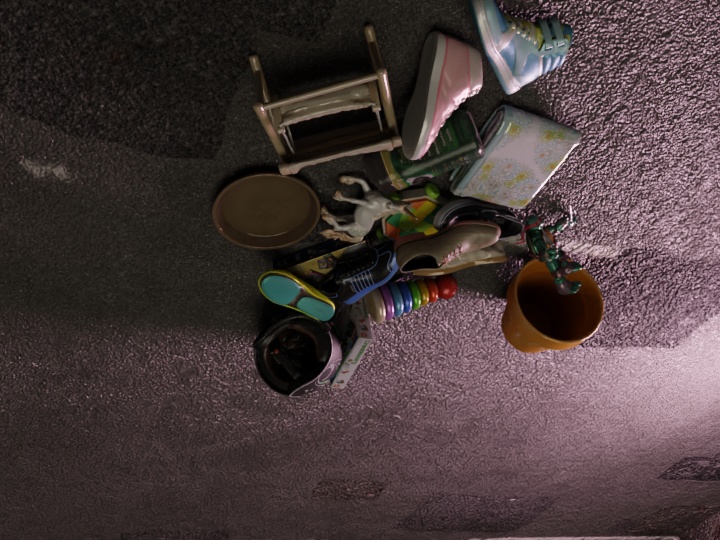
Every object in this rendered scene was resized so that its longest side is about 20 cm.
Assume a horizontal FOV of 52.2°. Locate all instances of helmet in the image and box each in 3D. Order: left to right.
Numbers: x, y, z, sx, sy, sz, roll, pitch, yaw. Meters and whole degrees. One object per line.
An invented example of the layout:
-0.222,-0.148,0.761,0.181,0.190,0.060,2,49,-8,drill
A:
-0.135,0.175,1.591,0.199,0.201,0.191,-7,172,-4,helmet

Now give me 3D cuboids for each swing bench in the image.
-0.048,-0.244,1.148,0.198,0.130,0.200,-14,141,4,swing bench

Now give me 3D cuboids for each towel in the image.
0.275,-0.200,1.336,0.171,0.048,0.200,9,137,-26,towel

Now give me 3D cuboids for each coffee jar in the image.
0.106,-0.199,1.256,0.199,0.086,0.104,-20,175,12,coffee jar

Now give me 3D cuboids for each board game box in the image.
-0.062,-0.002,1.513,0.199,0.035,0.136,-18,140,10,board game box
-0.028,0.157,1.640,0.034,0.127,0.200,7,138,-19,board game box

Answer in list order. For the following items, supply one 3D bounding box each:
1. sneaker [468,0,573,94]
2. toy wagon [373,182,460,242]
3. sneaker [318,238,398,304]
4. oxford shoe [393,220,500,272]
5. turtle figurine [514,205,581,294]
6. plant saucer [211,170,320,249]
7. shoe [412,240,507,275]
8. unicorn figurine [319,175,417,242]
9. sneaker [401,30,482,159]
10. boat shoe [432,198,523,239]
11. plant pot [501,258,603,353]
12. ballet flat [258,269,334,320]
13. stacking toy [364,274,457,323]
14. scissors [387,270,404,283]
0.246,-0.364,1.107,0.130,0.080,0.200,-22,149,18,sneaker
0.098,-0.104,1.419,0.200,0.040,0.155,23,130,-34,toy wagon
0.000,0.000,1.445,0.078,0.070,0.200,19,133,-37,sneaker
0.161,-0.036,1.348,0.199,0.075,0.071,-15,135,13,oxford shoe
0.387,-0.054,1.485,0.100,0.150,0.200,-2,133,43,turtle figurine
-0.174,-0.113,1.359,0.199,0.030,0.200,-6,140,-5,plant saucer
0.201,-0.027,1.516,0.199,0.054,0.070,-10,-176,-6,shoe
0.009,-0.112,1.352,0.137,0.074,0.200,23,153,-14,unicorn figurine
0.136,-0.267,1.165,0.104,0.075,0.201,4,112,-25,sneaker
0.230,-0.088,1.402,0.199,0.068,0.072,1,120,-37,boat shoe
0.400,0.096,1.621,0.199,0.201,0.183,0,155,-12,plant pot
-0.133,0.041,1.468,0.067,0.067,0.200,-45,131,16,ballet flat
0.114,0.048,1.572,0.199,0.086,0.086,-15,143,-14,stacking toy
0.095,-0.009,1.556,0.200,0.014,0.073,-28,140,22,scissors
